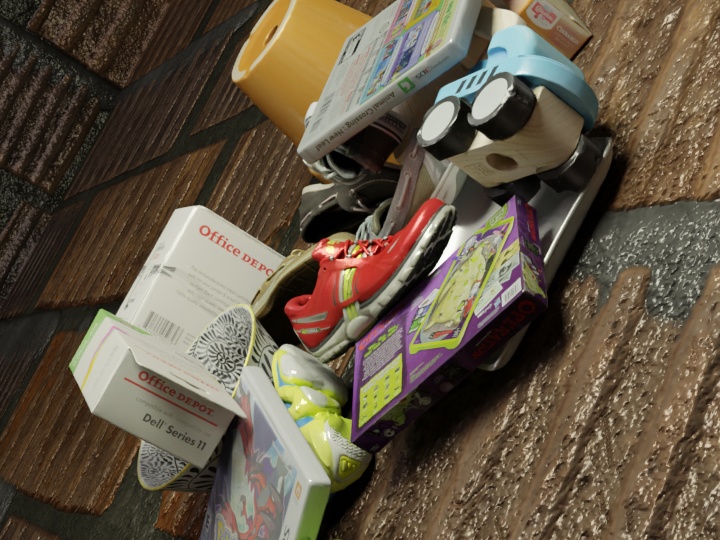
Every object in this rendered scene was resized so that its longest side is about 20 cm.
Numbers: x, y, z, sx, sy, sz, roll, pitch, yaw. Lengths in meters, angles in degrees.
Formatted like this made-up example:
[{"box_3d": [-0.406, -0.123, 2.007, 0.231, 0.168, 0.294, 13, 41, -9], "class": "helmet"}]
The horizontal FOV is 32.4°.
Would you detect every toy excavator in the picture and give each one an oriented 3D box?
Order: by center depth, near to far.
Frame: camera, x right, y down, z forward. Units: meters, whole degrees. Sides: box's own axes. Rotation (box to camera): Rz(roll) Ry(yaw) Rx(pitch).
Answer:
[{"box_3d": [0.119, -0.155, 0.999, 0.194, 0.100, 0.200, -14, 48, 55], "class": "toy excavator"}]

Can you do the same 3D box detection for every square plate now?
[{"box_3d": [0.113, -0.015, 1.008, 0.200, 0.028, 0.198, -61, 22, -8], "class": "square plate"}]

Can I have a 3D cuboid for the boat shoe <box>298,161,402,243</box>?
[{"box_3d": [-0.007, -0.067, 1.291, 0.200, 0.067, 0.057, -14, 64, 61], "class": "boat shoe"}]

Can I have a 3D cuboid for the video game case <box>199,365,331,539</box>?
[{"box_3d": [-0.085, 0.203, 1.033, 0.200, 0.023, 0.183, -132, 54, -60], "class": "video game case"}]

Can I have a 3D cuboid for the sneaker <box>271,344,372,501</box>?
[{"box_3d": [-0.058, 0.144, 1.097, 0.105, 0.076, 0.200, -55, 23, 10], "class": "sneaker"}]

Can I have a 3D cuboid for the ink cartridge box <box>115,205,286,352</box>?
[{"box_3d": [-0.183, 0.048, 1.390, 0.200, 0.146, 0.083, -62, 22, -13], "class": "ink cartridge box"}]

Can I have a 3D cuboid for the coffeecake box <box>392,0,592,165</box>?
[{"box_3d": [0.111, -0.194, 1.185, 0.200, 0.073, 0.154, -49, 25, 21], "class": "coffeecake box"}]

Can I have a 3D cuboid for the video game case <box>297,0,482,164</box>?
[{"box_3d": [0.035, -0.196, 1.087, 0.182, 0.022, 0.200, -31, 25, 34], "class": "video game case"}]

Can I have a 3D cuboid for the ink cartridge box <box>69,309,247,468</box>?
[{"box_3d": [-0.183, 0.107, 1.101, 0.067, 0.117, 0.200, -60, 22, -1], "class": "ink cartridge box"}]

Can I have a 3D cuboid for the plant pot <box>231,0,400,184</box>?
[{"box_3d": [-0.032, -0.209, 1.359, 0.200, 0.183, 0.200, -45, 25, 29], "class": "plant pot"}]

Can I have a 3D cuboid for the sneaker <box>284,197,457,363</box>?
[{"box_3d": [0.000, 0.000, 1.048, 0.200, 0.085, 0.077, -46, -6, 33], "class": "sneaker"}]

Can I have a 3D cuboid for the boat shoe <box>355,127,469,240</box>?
[{"box_3d": [0.039, -0.058, 1.134, 0.075, 0.065, 0.202, -64, 6, -34], "class": "boat shoe"}]

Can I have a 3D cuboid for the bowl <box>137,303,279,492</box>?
[{"box_3d": [-0.125, 0.142, 1.215, 0.201, 0.094, 0.201, -45, 26, 29], "class": "bowl"}]

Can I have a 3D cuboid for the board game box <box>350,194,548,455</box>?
[{"box_3d": [0.064, 0.043, 0.961, 0.200, 0.032, 0.120, -44, 29, 31], "class": "board game box"}]

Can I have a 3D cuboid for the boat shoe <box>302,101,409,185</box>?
[{"box_3d": [-0.015, -0.116, 1.182, 0.068, 0.074, 0.199, -63, 24, -5], "class": "boat shoe"}]

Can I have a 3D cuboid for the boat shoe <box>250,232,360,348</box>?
[{"box_3d": [-0.063, 0.014, 1.280, 0.200, 0.074, 0.066, -41, 33, 36], "class": "boat shoe"}]
